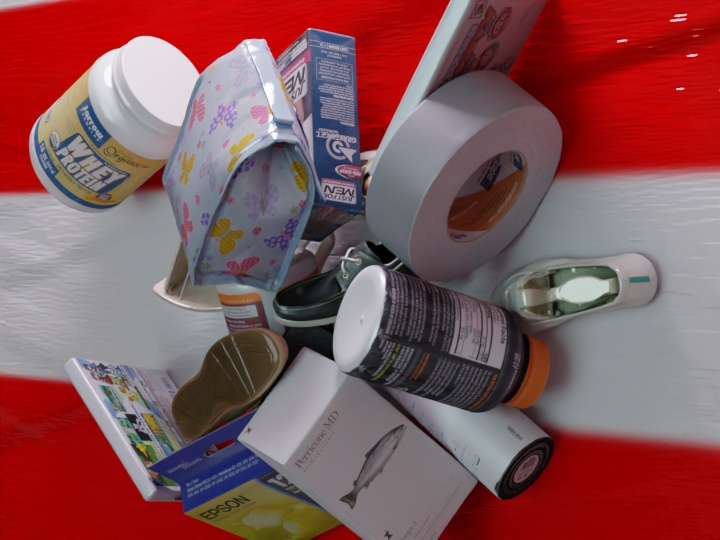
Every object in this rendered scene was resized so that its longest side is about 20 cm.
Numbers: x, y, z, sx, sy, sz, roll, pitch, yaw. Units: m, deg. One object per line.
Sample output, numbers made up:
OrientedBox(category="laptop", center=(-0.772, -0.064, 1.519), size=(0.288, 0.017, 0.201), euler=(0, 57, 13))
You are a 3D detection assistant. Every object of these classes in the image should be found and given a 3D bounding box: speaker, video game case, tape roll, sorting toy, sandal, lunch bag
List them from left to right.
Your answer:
OrientedBox(category="video game case", center=(-0.239, 0.189, 1.778), size=(0.022, 0.182, 0.201), euler=(-45, 63, 16))
OrientedBox(category="lunch bag", center=(-0.111, -0.106, 1.534), size=(0.170, 0.126, 0.201), euler=(-114, 36, -45))
OrientedBox(category="sorting toy", center=(-0.116, -0.031, 1.716), size=(0.179, 0.107, 0.202), euler=(30, 114, 22))
OrientedBox(category="sandal", center=(-0.022, 0.132, 1.599), size=(0.076, 0.201, 0.043), euler=(-40, 24, -4))
OrientedBox(category="speaker", center=(0.099, 0.139, 1.540), size=(0.200, 0.081, 0.082), euler=(41, 118, 32))
OrientedBox(category="video game case", center=(0.097, -0.184, 1.455), size=(0.024, 0.182, 0.201), euler=(36, 116, 19))
OrientedBox(category="tape roll", center=(0.100, -0.088, 1.446), size=(0.066, 0.199, 0.202), euler=(43, 119, 31))

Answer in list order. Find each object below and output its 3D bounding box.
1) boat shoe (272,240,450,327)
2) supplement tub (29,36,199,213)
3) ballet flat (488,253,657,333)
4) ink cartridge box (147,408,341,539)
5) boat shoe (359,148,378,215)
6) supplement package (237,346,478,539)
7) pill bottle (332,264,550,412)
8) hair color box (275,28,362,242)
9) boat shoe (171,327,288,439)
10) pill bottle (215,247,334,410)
OrientedBox(category="boat shoe", center=(0.000, 0.000, 1.555), size=(0.072, 0.198, 0.068), euler=(-117, 9, -56))
OrientedBox(category="supplement tub", center=(-0.291, -0.174, 1.823), size=(0.199, 0.144, 0.146), euler=(-35, 70, 37))
OrientedBox(category="ballet flat", center=(0.189, 0.020, 1.463), size=(0.199, 0.069, 0.070), euler=(-12, 85, 42))
OrientedBox(category="ink cartridge box", center=(-0.098, 0.233, 1.648), size=(0.197, 0.199, 0.047), euler=(-30, 47, 39))
OrientedBox(category="boat shoe", center=(0.029, -0.092, 1.596), size=(0.199, 0.068, 0.076), euler=(0, 92, 42))
OrientedBox(category="supplement package", center=(-0.002, 0.189, 1.522), size=(0.117, 0.200, 0.117), euler=(-53, 27, -10))
OrientedBox(category="pill bottle", center=(0.082, 0.073, 1.448), size=(0.106, 0.198, 0.107), euler=(-49, 31, 43))
OrientedBox(category="hair color box", center=(-0.049, -0.143, 1.619), size=(0.100, 0.060, 0.202), euler=(-33, 55, 56))
OrientedBox(category="boat shoe", center=(-0.126, 0.110, 1.577), size=(0.200, 0.064, 0.072), euler=(-38, 74, 46))
OrientedBox(category="pill bottle", center=(-0.079, 0.087, 1.649), size=(0.113, 0.114, 0.202), euler=(-1, 110, 41))
